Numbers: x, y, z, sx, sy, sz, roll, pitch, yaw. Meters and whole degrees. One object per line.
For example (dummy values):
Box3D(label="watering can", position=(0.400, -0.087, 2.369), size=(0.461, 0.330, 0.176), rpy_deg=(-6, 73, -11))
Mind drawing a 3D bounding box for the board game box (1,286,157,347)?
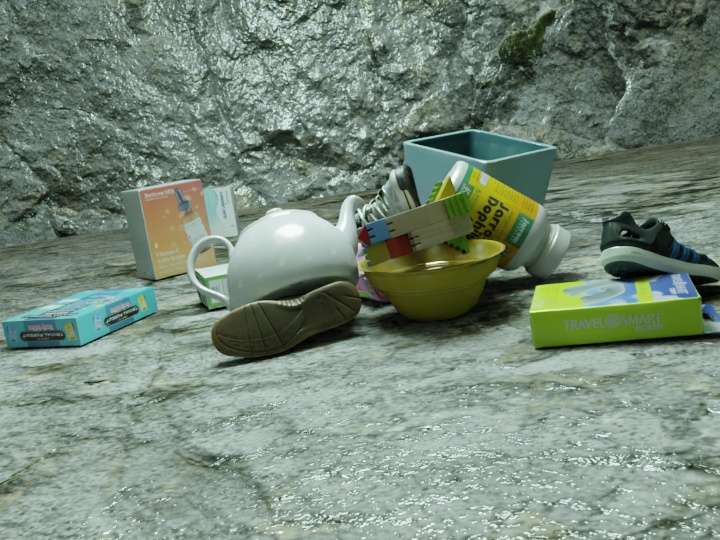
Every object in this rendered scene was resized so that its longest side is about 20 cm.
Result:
Box3D(label="board game box", position=(-0.460, 0.076, 1.335), size=(0.151, 0.047, 0.200), rpy_deg=(-4, 12, 23))

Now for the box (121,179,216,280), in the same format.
Box3D(label="box", position=(-0.427, -0.093, 1.798), size=(0.152, 0.200, 0.106), rpy_deg=(-17, 13, -34))

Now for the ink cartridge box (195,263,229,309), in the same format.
Box3D(label="ink cartridge box", position=(-0.182, 0.014, 1.411), size=(0.200, 0.059, 0.104), rpy_deg=(-12, 11, -19))

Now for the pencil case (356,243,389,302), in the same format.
Box3D(label="pencil case", position=(0.000, 0.000, 1.271), size=(0.087, 0.088, 0.200), rpy_deg=(-14, 13, -29))

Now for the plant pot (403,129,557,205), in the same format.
Box3D(label="plant pot", position=(0.205, -0.127, 1.426), size=(0.196, 0.200, 0.196), rpy_deg=(-16, 27, -40))

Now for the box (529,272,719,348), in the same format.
Box3D(label="box", position=(0.297, 0.043, 0.908), size=(0.200, 0.048, 0.122), rpy_deg=(-6, 11, 17))

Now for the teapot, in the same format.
Box3D(label="teapot", position=(-0.108, -0.019, 1.131), size=(0.200, 0.146, 0.197), rpy_deg=(2, -30, -47))

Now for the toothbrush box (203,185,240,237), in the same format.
Box3D(label="toothbrush box", position=(-0.462, -0.162, 2.347), size=(0.200, 0.147, 0.085), rpy_deg=(-9, 11, 0))

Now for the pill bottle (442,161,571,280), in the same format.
Box3D(label="pill bottle", position=(0.205, -0.069, 1.198), size=(0.200, 0.113, 0.113), rpy_deg=(30, 11, -3))

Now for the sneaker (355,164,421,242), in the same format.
Box3D(label="sneaker", position=(0.032, -0.082, 1.188), size=(0.115, 0.076, 0.201), rpy_deg=(-13, -22, 2))

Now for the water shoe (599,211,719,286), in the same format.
Box3D(label="water shoe", position=(0.375, -0.026, 0.986), size=(0.200, 0.079, 0.071), rpy_deg=(10, -17, -35))

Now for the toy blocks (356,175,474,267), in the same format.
Box3D(label="toy blocks", position=(0.059, -0.049, 1.042), size=(0.137, 0.100, 0.200), rpy_deg=(-19, 1, -6))

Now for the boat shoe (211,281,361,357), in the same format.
Box3D(label="boat shoe", position=(-0.097, 0.069, 1.049), size=(0.200, 0.073, 0.065), rpy_deg=(-14, -9, -16))

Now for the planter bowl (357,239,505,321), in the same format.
Box3D(label="planter bowl", position=(0.101, 0.018, 1.096), size=(0.200, 0.084, 0.200), rpy_deg=(-9, 11, 2))
